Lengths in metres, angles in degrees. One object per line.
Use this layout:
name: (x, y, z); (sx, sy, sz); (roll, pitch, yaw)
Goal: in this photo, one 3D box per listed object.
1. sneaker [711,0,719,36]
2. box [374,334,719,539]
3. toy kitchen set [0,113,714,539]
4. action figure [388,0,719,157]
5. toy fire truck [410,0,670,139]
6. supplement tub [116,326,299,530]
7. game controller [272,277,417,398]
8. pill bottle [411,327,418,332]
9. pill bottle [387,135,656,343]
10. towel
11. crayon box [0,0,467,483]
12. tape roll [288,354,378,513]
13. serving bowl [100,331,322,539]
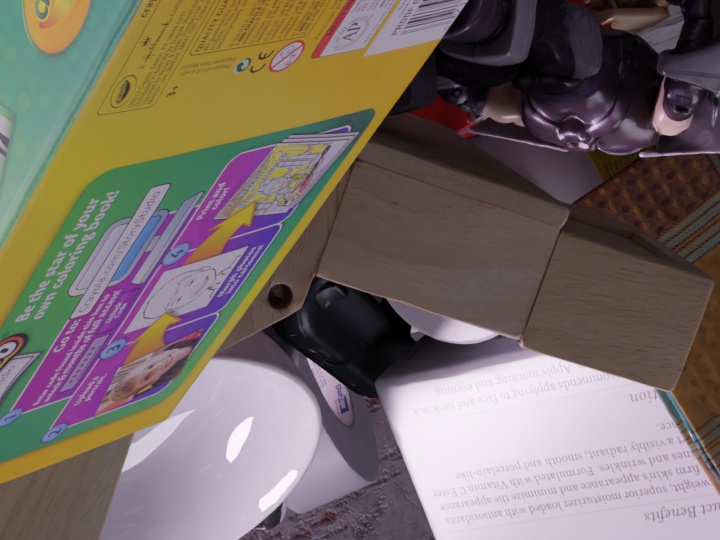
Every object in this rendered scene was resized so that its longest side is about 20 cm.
sneaker: (0.202, -0.143, 0.856); (0.079, 0.074, 0.200); (-1, 168, -19)
box: (0.151, 0.059, 0.995); (0.198, 0.131, 0.200); (-14, -167, 35)
toy kitchen set: (-0.022, 0.032, 0.666); (0.199, 0.181, 0.163); (17, -170, -14)
action figure: (0.063, -0.076, 0.660); (0.129, 0.070, 0.200); (-6, 171, 31)
toy fire truck: (0.098, -0.107, 0.812); (0.140, 0.049, 0.200); (-22, 177, -28)
supplement tub: (-0.132, 0.065, 0.972); (0.199, 0.123, 0.123); (5, 174, -3)
game controller: (0.000, 0.000, 0.965); (0.042, 0.105, 0.200); (5, 167, 15)
pill bottle: (0.053, -0.028, 1.161); (0.113, 0.114, 0.200); (-24, 176, 23)
pill bottle: (0.085, -0.039, 0.953); (0.111, 0.112, 0.200); (-25, -172, 34)
towel: (0.194, 0.020, 0.850); (0.146, 0.201, 0.022); (-34, -170, -3)
crayon box: (-0.061, -0.027, 0.451); (0.118, 0.058, 0.200); (-18, 153, -48)
tape roll: (-0.056, 0.090, 1.551); (0.066, 0.201, 0.200); (-24, 176, 10)
serving bowl: (-0.120, 0.074, 0.843); (0.199, 0.066, 0.201); (-18, 148, -12)
